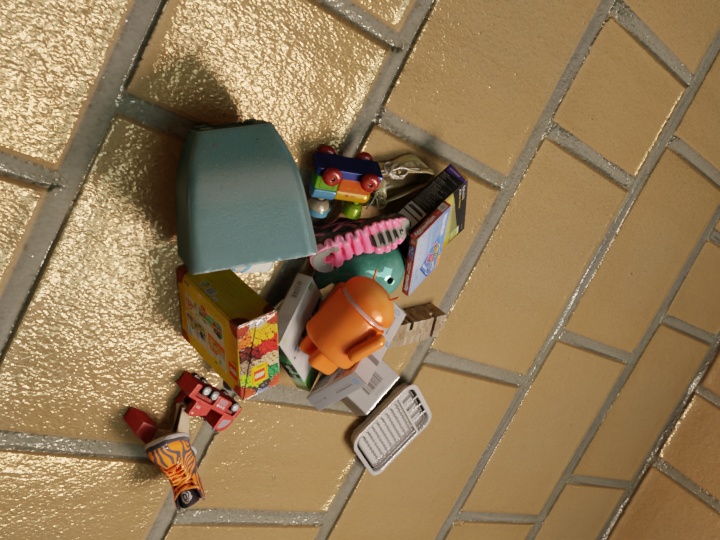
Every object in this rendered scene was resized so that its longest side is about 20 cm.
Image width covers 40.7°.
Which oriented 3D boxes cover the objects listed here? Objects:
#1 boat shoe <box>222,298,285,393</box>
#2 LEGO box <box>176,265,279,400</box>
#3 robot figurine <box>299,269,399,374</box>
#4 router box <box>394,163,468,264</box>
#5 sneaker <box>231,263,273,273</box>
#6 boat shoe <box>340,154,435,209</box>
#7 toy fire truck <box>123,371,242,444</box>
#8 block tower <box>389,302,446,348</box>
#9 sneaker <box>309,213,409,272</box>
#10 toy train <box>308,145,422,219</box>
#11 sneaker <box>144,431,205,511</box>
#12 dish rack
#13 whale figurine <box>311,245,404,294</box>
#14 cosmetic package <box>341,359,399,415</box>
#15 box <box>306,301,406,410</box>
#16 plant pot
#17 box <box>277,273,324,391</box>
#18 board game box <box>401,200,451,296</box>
[{"bbox_3d":[-0.184,0.136,1.774,0.075,0.061,0.202,45,61,-39],"label":"boat shoe"},{"bbox_3d":[-0.219,0.091,1.607,0.076,0.199,0.151,-22,131,-31],"label":"LEGO box"},{"bbox_3d":[-0.017,0.095,1.744,0.116,0.144,0.200,42,98,-10],"label":"robot figurine"},{"bbox_3d":[0.137,-0.094,1.899,0.157,0.052,0.201,-42,159,-15],"label":"router box"},{"bbox_3d":[-0.175,-0.086,1.628,0.080,0.076,0.204,-6,118,-39],"label":"sneaker"},{"bbox_3d":[0.050,-0.163,1.805,0.198,0.062,0.074,-27,133,-29],"label":"boat shoe"},{"bbox_3d":[-0.314,0.260,1.747,0.142,0.049,0.200,-52,141,-3],"label":"toy fire truck"},{"bbox_3d":[0.093,0.119,2.047,0.197,0.058,0.055,-9,122,-39],"label":"block tower"},{"bbox_3d":[-0.009,-0.072,1.767,0.196,0.096,0.080,-17,134,-10],"label":"sneaker"},{"bbox_3d":[0.002,-0.140,1.719,0.196,0.085,0.117,7,127,-18],"label":"toy train"},{"bbox_3d":[-0.316,0.358,1.714,0.076,0.114,0.200,-22,158,0],"label":"sneaker"},{"bbox_3d":[0.064,0.351,2.188,0.200,0.043,0.173,-44,140,-13],"label":"dish rack"},{"bbox_3d":[0.000,0.000,1.836,0.197,0.104,0.162,-7,122,-38],"label":"whale figurine"},{"bbox_3d":[0.010,0.231,1.947,0.102,0.071,0.200,-47,179,-10],"label":"cosmetic package"},{"bbox_3d":[-0.007,0.163,1.858,0.041,0.155,0.201,43,45,-13],"label":"box"},{"bbox_3d":[-0.189,-0.123,1.478,0.192,0.196,0.204,-10,102,-15],"label":"plant pot"},{"bbox_3d":[-0.105,0.118,1.810,0.146,0.036,0.201,-64,153,-24],"label":"box"},{"bbox_3d":[0.124,-0.040,1.854,0.103,0.019,0.201,-44,159,-26],"label":"board game box"}]
